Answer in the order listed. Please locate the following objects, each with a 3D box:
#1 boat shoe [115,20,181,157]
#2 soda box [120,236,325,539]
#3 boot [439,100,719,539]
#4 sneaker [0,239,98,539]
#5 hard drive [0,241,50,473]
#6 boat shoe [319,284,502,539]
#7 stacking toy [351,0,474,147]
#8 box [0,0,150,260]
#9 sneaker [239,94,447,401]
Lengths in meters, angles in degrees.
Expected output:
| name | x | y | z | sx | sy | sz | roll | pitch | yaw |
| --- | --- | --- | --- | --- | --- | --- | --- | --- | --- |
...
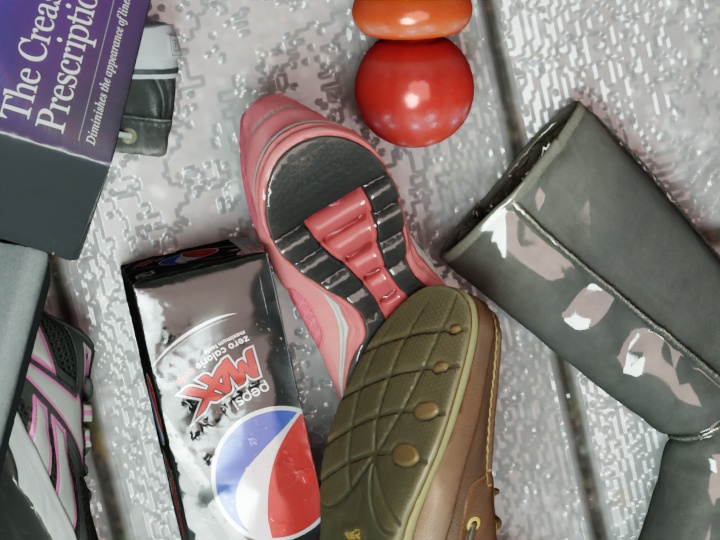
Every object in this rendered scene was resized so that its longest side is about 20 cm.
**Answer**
| name | x | y | z | sx | sy | sz | roll | pitch | yaw |
| --- | --- | --- | --- | --- | --- | --- | --- | --- | --- |
| boat shoe | -0.175 | -0.071 | 1.174 | 0.200 | 0.072 | 0.071 | -3 | 94 | -11 |
| soda box | -0.055 | 0.090 | 1.218 | 0.063 | 0.071 | 0.200 | -14 | 100 | -8 |
| boot | 0.117 | 0.050 | 1.241 | 0.200 | 0.073 | 0.182 | 40 | 73 | -19 |
| sneaker | -0.146 | 0.064 | 1.199 | 0.086 | 0.080 | 0.200 | -39 | 122 | -37 |
| hard drive | -0.212 | 0.070 | 1.071 | 0.139 | 0.033 | 0.200 | 10 | 58 | 2 |
| boat shoe | 0.025 | 0.106 | 1.182 | 0.068 | 0.072 | 0.200 | 12 | 94 | -39 |
| stacking toy | 0.024 | -0.154 | 1.200 | 0.085 | 0.085 | 0.200 | -6 | 105 | -9 |
| box | -0.157 | -0.121 | 1.113 | 0.141 | 0.079 | 0.200 | 15 | 55 | -8 |
| sneaker | 0.000 | 0.000 | 1.219 | 0.074 | 0.087 | 0.200 | -28 | 125 | -7 |
